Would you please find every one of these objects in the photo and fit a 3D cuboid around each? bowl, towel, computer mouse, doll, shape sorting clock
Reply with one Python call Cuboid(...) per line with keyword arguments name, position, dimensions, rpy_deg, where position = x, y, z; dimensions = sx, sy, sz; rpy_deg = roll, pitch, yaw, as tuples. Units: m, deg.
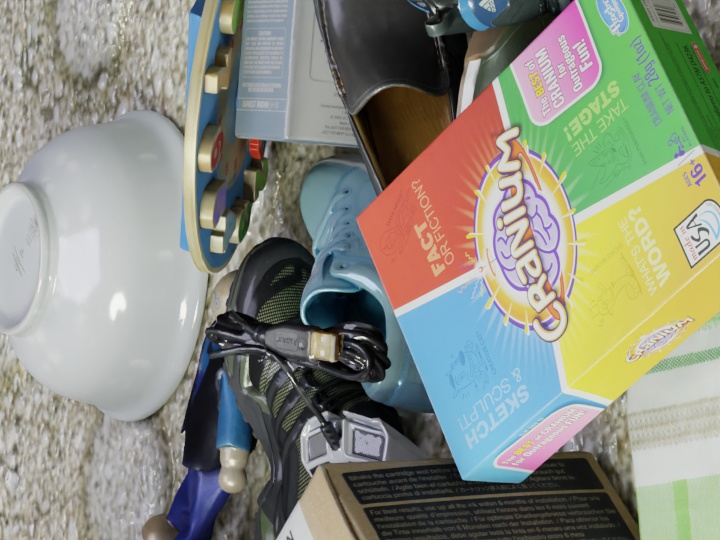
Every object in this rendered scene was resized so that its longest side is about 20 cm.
Cuboid(name="bowl", position=(-0.180, -0.005, 1.829), dimensions=(0.201, 0.090, 0.202), rpy_deg=(-6, 82, 58))
Cuboid(name="towel", position=(0.170, 0.032, 1.317), dimensions=(0.149, 0.031, 0.200), rpy_deg=(-16, 76, 60))
Cuboid(name="computer mouse", position=(0.007, 0.097, 1.481), dimensions=(0.110, 0.044, 0.200), rpy_deg=(-2, 128, 44))
Cuboid(name="doll", position=(-0.081, 0.089, 1.677), dimensions=(0.137, 0.048, 0.200), rpy_deg=(-99, 23, -61))
Cuboid(name="shape sorting clock", position=(-0.068, -0.097, 1.612), dimensions=(0.200, 0.039, 0.200), rpy_deg=(6, -90, -85))

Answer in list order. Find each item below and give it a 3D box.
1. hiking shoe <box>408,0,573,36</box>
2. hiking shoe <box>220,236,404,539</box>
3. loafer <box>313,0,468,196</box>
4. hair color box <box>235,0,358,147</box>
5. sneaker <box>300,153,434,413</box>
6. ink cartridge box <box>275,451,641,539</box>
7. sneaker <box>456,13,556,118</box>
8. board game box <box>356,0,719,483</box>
Cuboid(name="hiking shoe", position=(0.047, -0.171, 1.427), dimensions=(0.200, 0.087, 0.075), rpy_deg=(-121, 14, -67))
Cuboid(name="hiking shoe", position=(-0.014, 0.075, 1.581), dimensions=(0.101, 0.076, 0.200), rpy_deg=(-18, 78, 45))
Cuboid(name="loafer", position=(0.022, -0.095, 1.468), dimensions=(0.072, 0.073, 0.200), rpy_deg=(-30, -82, -81))
Cuboid(name="hair color box", position=(-0.004, -0.166, 1.545), dimensions=(0.061, 0.099, 0.200), rpy_deg=(8, 94, 60))
Cuboid(name="sneaker", position=(0.000, 0.000, 1.539), dimensions=(0.200, 0.082, 0.074), rpy_deg=(53, 130, 47))
Cuboid(name="ink cartridge box", position=(0.022, 0.180, 1.406), dimensions=(0.200, 0.165, 0.075), rpy_deg=(-60, 44, 36))
Cuboid(name="sneaker", position=(0.093, -0.032, 1.416), dimensions=(0.090, 0.067, 0.201), rpy_deg=(11, 93, 46))
Cuboid(name="board game box", position=(0.094, -0.019, 1.331), dimensions=(0.200, 0.040, 0.153), rpy_deg=(-45, 55, 35))
